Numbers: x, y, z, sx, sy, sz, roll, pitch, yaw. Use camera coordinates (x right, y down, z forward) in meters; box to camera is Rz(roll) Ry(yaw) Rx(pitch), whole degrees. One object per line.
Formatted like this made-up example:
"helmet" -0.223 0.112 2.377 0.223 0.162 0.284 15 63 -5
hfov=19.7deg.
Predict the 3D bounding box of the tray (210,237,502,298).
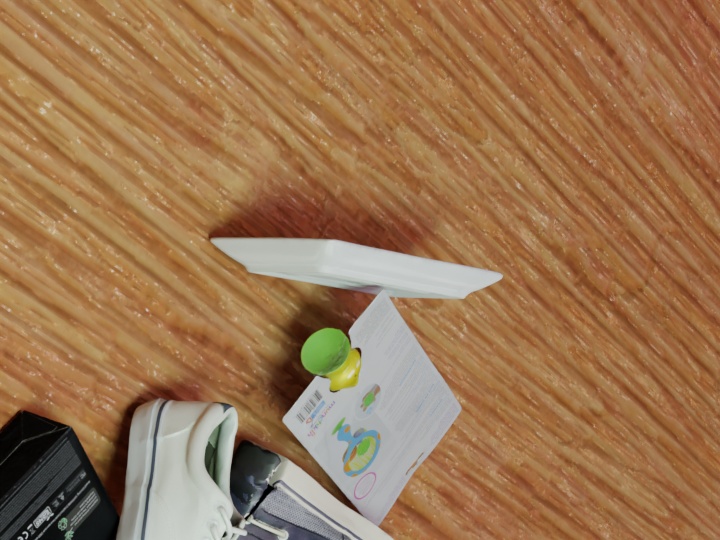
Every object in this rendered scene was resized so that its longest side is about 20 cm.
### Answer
"tray" 0.000 0.000 1.419 0.200 0.107 0.022 11 82 -51

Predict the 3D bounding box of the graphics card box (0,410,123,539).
"graphics card box" -0.197 0.201 1.293 0.126 0.051 0.200 -48 135 -30

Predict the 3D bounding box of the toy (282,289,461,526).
"toy" 0.000 0.095 1.491 0.115 0.047 0.200 -53 151 -13

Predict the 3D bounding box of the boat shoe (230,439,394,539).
"boat shoe" -0.042 0.202 1.472 0.200 0.075 0.093 42 76 -40

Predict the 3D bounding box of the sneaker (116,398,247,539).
"sneaker" -0.110 0.167 1.301 0.073 0.071 0.200 55 29 -57
